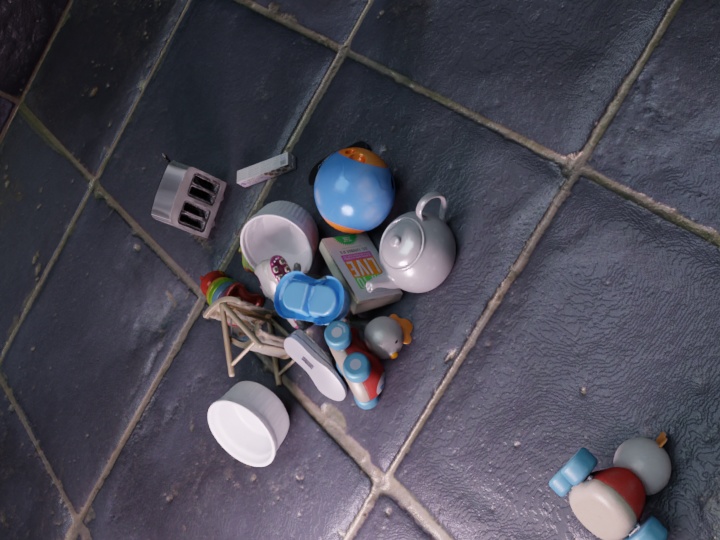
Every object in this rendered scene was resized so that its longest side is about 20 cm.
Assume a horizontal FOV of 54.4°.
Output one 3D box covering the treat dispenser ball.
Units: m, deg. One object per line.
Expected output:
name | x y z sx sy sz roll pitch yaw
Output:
treat dispenser ball | -0.014 -0.192 1.685 0.197 0.199 0.206 -11 71 32

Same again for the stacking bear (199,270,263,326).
stacking bear | -0.376 0.064 1.936 0.199 0.121 0.115 32 88 46

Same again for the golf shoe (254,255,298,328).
golf shoe | -0.202 0.058 1.786 0.090 0.075 0.204 -10 110 34

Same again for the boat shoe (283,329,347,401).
boat shoe | -0.100 0.225 1.692 0.199 0.066 0.072 42 126 5

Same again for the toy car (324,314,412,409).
toy car | 0.041 0.180 1.591 0.197 0.186 0.178 -29 58 -8

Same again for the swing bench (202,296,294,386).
swing bench | -0.260 0.162 1.762 0.129 0.198 0.202 -42 58 17

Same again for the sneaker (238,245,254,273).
sneaker | -0.278 -0.017 1.911 0.091 0.077 0.202 -49 49 24

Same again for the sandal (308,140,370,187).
sandal | -0.064 -0.286 1.846 0.198 0.043 0.078 -29 62 26

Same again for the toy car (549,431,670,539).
toy car | 0.473 0.366 1.231 0.199 0.178 0.184 -38 67 -18

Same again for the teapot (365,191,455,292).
teapot | 0.115 -0.054 1.588 0.194 0.145 0.205 -13 69 31

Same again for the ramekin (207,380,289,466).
ramekin | -0.268 0.370 1.718 0.196 0.098 0.204 16 128 22

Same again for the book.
book | 0.000 0.000 1.671 0.202 0.131 0.049 59 144 31

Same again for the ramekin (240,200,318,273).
ramekin | -0.199 -0.082 1.795 0.197 0.202 0.106 -21 25 29

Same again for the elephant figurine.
elephant figurine | -0.065 0.067 1.710 0.196 0.157 0.143 -11 37 22

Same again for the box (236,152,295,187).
box | -0.269 -0.286 1.996 0.197 0.038 0.042 -15 67 32

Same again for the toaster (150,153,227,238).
toaster | -0.503 -0.211 2.044 0.117 0.198 0.185 17 86 41

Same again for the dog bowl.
dog bowl | -0.109 0.068 1.619 0.196 0.049 0.114 7 78 33
